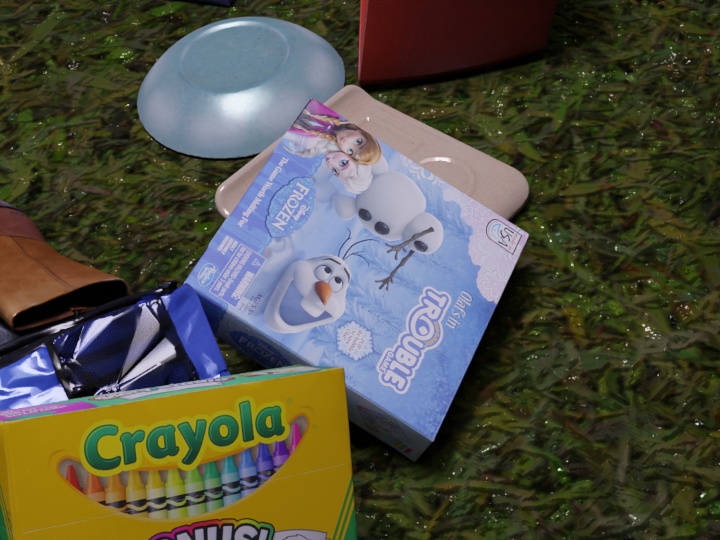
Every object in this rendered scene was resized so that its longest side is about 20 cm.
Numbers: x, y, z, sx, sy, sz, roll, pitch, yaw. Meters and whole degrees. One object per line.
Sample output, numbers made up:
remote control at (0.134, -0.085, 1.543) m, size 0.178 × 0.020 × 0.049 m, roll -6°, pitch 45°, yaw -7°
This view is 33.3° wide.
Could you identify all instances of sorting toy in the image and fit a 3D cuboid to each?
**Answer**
sorting toy at (0.010, -0.056, 0.985) m, size 0.199 × 0.037 × 0.185 m, roll 33°, pitch 59°, yaw 27°

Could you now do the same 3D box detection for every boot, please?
boot at (-0.299, 0.010, 0.902) m, size 0.187 × 0.069 × 0.199 m, roll -6°, pitch 26°, yaw -43°

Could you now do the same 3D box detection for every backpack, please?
backpack at (-0.175, 0.118, 0.748) m, size 0.198 × 0.163 × 0.169 m, roll -20°, pitch 71°, yaw -19°

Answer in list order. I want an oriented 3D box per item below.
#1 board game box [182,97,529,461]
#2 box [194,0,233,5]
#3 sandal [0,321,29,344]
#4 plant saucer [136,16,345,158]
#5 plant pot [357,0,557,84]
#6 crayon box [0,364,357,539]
board game box at (0.000, 0.000, 0.863) m, size 0.198 × 0.043 × 0.201 m, roll 32°, pitch 54°, yaw -3°
box at (-0.215, -0.393, 1.219) m, size 0.197 × 0.200 × 0.124 m, roll 10°, pitch 48°, yaw 18°
sandal at (-0.286, 0.065, 0.887) m, size 0.198 × 0.077 × 0.043 m, roll 19°, pitch 11°, yaw 21°
plant saucer at (-0.114, -0.185, 1.117) m, size 0.198 × 0.039 × 0.203 m, roll -5°, pitch 46°, yaw 5°
plant pot at (0.093, -0.301, 1.102) m, size 0.173 × 0.202 × 0.202 m, roll 4°, pitch 46°, yaw -3°
crayon box at (-0.097, 0.151, 0.662) m, size 0.198 × 0.175 × 0.058 m, roll -7°, pitch 4°, yaw -32°
